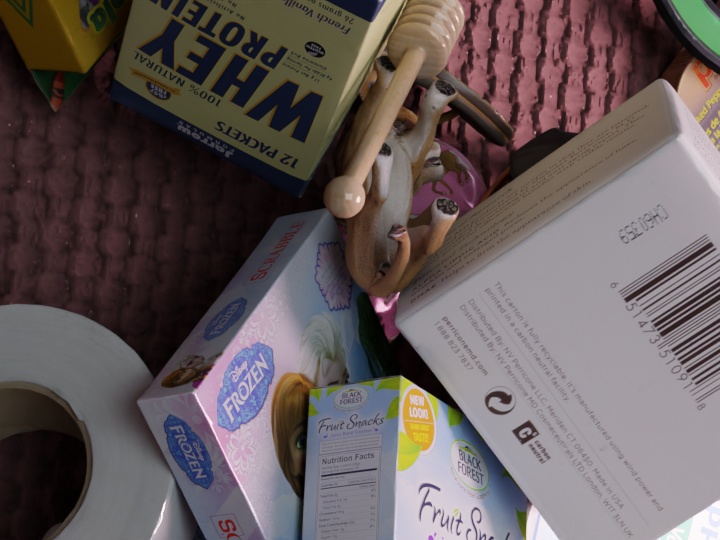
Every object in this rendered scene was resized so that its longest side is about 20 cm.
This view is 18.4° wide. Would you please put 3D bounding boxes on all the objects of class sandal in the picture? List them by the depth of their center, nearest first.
[{"bbox_3d":[0.008,-0.127,1.448,0.199,0.082,0.055,27,97,-18],"label":"sandal"}]

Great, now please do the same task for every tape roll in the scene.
[{"bbox_3d":[-0.193,0.123,1.253,0.201,0.071,0.204,-4,65,8],"label":"tape roll"}]

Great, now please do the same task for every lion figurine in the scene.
[{"bbox_3d":[0.015,-0.041,1.311,0.072,0.123,0.201,20,38,-4],"label":"lion figurine"}]

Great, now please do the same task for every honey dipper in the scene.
[{"bbox_3d":[0.018,-0.092,1.248,0.038,0.038,0.200,46,38,-19],"label":"honey dipper"}]

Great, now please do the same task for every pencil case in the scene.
[{"bbox_3d":[0.000,0.000,1.431,0.200,0.083,0.087,-41,132,-25],"label":"pencil case"}]

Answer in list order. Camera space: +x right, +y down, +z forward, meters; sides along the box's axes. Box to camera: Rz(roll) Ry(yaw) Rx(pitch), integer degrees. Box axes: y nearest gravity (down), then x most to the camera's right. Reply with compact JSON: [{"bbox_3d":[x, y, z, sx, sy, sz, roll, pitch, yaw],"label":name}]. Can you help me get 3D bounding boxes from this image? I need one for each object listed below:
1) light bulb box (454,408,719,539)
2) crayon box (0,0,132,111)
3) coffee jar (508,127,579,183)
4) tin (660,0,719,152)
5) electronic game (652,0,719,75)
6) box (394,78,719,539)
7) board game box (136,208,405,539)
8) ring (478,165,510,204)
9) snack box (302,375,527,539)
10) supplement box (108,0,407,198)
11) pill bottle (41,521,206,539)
[{"bbox_3d":[0.112,0.213,1.454,0.199,0.125,0.199,22,76,-25],"label":"light bulb box"},{"bbox_3d":[-0.172,-0.208,1.309,0.127,0.051,0.201,-56,137,-34],"label":"crayon box"},{"bbox_3d":[0.153,0.010,1.426,0.085,0.104,0.201,-33,124,-42],"label":"coffee jar"},{"bbox_3d":[0.287,-0.143,1.627,0.112,0.042,0.200,49,65,-22],"label":"tin"},{"bbox_3d":[0.284,-0.227,1.590,0.199,0.042,0.201,5,78,-25],"label":"electronic game"},{"bbox_3d":[0.156,0.032,1.300,0.199,0.131,0.199,-34,102,14],"label":"box"},{"bbox_3d":[-0.032,0.099,1.290,0.200,0.041,0.200,65,32,-23],"label":"board game box"},{"bbox_3d":[0.127,0.014,1.491,0.200,0.019,0.202,-18,115,-43],"label":"ring"},{"bbox_3d":[0.033,0.181,1.269,0.168,0.067,0.201,33,53,-54],"label":"snack box"},{"bbox_3d":[-0.032,-0.193,1.293,0.134,0.200,0.201,28,57,1],"label":"supplement box"},{"bbox_3d":[-0.091,0.200,1.348,0.199,0.109,0.110,-2,87,-29],"label":"pill bottle"}]
